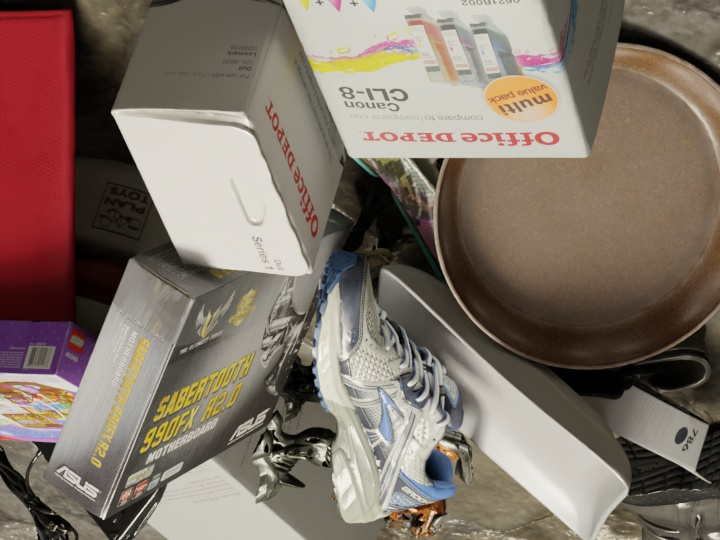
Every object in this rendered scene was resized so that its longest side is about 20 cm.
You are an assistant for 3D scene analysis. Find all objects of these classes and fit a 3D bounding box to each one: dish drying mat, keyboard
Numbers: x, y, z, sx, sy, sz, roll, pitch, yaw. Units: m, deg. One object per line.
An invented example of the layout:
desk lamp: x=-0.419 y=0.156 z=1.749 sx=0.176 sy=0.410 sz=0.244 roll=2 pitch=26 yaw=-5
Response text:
dish drying mat: x=-0.210 y=-0.063 z=1.672 sx=0.077 sy=0.200 sz=0.018 roll=3 pitch=-175 yaw=29
keyboard: x=-0.217 y=0.118 z=1.912 sx=0.127 sy=0.200 sz=0.021 roll=-52 pitch=150 yaw=18

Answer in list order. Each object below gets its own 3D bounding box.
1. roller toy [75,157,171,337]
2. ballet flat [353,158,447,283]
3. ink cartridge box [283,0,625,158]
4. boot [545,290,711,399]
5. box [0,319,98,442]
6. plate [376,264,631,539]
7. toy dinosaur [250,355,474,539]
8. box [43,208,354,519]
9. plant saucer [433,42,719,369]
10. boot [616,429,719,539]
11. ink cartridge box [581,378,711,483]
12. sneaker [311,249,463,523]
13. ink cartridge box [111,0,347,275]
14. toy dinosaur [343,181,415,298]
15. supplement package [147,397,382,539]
roller toy: x=-0.158 y=0.013 z=1.779 sx=0.200 sy=0.140 sz=0.182 roll=-6 pitch=147 yaw=45
ballet flat: x=0.035 y=-0.071 z=1.638 sx=0.071 sy=0.069 sz=0.200 roll=-31 pitch=112 yaw=17
ink cartridge box: x=0.049 y=-0.172 z=1.420 sx=0.145 sy=0.145 sz=0.200 roll=1 pitch=145 yaw=20
boot: x=0.127 y=0.016 z=1.676 sx=0.200 sy=0.131 sz=0.068 roll=-1 pitch=143 yaw=23
box: x=-0.224 y=0.071 z=1.715 sx=0.200 sy=0.039 sz=0.137 roll=1 pitch=158 yaw=34
plate: x=0.090 y=0.079 z=1.678 sx=0.200 sy=0.032 sz=0.200 roll=42 pitch=167 yaw=9
toy dinosaur: x=0.006 y=0.097 z=1.751 sx=0.136 sy=0.102 sz=0.200 roll=3 pitch=116 yaw=16
box: x=-0.094 y=0.046 z=1.602 sx=0.048 sy=0.200 sz=0.158 roll=32 pitch=115 yaw=17
plant saucer: x=0.139 y=-0.040 z=1.588 sx=0.200 sy=0.032 sz=0.200 roll=-3 pitch=108 yaw=-8
boot: x=0.279 y=0.162 z=1.904 sx=0.200 sy=0.070 sz=0.132 roll=3 pitch=152 yaw=30
ink cartridge box: x=0.161 y=0.082 z=1.776 sx=0.099 sy=0.039 sz=0.200 roll=31 pitch=-179 yaw=38
sneaker: x=0.020 y=0.067 z=1.645 sx=0.085 sy=0.077 sz=0.200 roll=-4 pitch=129 yaw=8
ink cartridge box: x=-0.056 y=-0.118 z=1.490 sx=0.084 sy=0.200 sz=0.146 roll=4 pitch=145 yaw=19
toy dinosaur: x=0.000 y=0.000 z=1.737 sx=0.047 sy=0.088 sz=0.200 roll=23 pitch=161 yaw=4
supplement package: x=-0.084 y=0.145 z=1.964 sx=0.117 sy=0.117 sz=0.200 roll=-14 pitch=136 yaw=36
